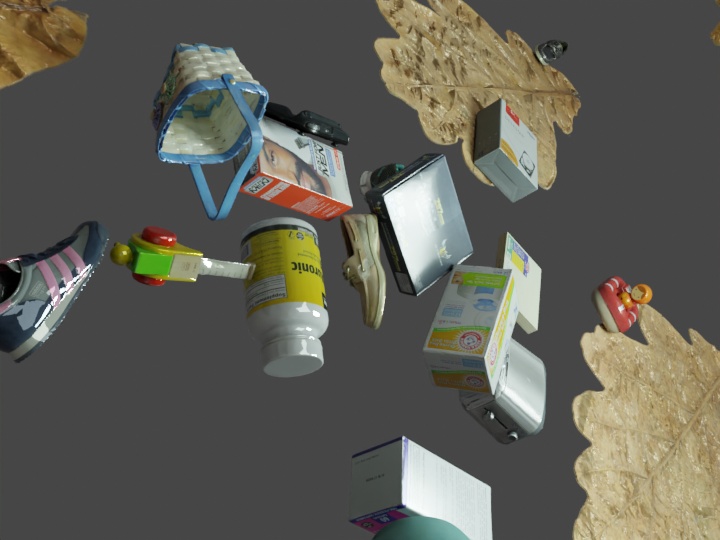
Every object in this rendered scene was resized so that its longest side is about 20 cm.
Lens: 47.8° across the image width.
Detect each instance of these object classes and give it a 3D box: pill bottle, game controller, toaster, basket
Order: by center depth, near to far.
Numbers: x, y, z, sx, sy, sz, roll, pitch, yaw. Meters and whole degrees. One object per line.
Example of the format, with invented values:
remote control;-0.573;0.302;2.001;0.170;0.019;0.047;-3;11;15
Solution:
basket;-0.201;-0.190;1.100;0.139;0.176;0.200;-11;61;-39
pill bottle;-0.103;0.038;1.108;0.111;0.111;0.200;19;52;-44
game controller;-0.087;-0.233;1.310;0.200;0.104;0.042;-8;112;-74
toaster;0.254;0.198;1.450;0.129;0.114;0.200;40;42;-24

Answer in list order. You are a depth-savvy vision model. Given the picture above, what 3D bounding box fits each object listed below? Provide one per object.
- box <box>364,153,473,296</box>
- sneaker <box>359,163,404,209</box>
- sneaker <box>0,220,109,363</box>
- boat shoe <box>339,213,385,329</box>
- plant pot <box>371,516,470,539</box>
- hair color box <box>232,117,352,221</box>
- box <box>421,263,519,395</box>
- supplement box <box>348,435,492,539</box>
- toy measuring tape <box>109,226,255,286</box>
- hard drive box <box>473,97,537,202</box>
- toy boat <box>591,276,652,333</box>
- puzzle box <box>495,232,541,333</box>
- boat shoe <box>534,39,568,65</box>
box;0.106;-0.080;1.407;0.158;0.051;0.200;-35;119;-31
sneaker;0.079;-0.103;1.457;0.200;0.091;0.078;58;32;-5
sneaker;-0.339;-0.001;0.867;0.082;0.070;0.200;46;36;-26
boat shoe;0.000;0.000;1.316;0.065;0.072;0.200;0;68;-12
plant pot;0.077;0.408;1.009;0.201;0.200;0.161;41;27;-26
hair color box;-0.108;-0.159;1.285;0.200;0.064;0.111;15;55;-45
box;0.192;0.098;1.385;0.101;0.112;0.200;70;35;-43
supplement box;0.088;0.329;1.153;0.200;0.101;0.104;34;43;-33
toy measuring tape;-0.226;-0.016;1.020;0.200;0.074;0.074;5;62;-47
hard drive box;0.351;-0.290;1.955;0.156;0.077;0.200;40;39;-29
toy boat;0.674;0.076;2.060;0.200;0.131;0.131;-24;85;-56
puzzle box;0.341;0.024;1.762;0.133;0.025;0.200;44;37;-22
boat shoe;0.612;-0.704;2.595;0.200;0.065;0.072;-31;93;-55
